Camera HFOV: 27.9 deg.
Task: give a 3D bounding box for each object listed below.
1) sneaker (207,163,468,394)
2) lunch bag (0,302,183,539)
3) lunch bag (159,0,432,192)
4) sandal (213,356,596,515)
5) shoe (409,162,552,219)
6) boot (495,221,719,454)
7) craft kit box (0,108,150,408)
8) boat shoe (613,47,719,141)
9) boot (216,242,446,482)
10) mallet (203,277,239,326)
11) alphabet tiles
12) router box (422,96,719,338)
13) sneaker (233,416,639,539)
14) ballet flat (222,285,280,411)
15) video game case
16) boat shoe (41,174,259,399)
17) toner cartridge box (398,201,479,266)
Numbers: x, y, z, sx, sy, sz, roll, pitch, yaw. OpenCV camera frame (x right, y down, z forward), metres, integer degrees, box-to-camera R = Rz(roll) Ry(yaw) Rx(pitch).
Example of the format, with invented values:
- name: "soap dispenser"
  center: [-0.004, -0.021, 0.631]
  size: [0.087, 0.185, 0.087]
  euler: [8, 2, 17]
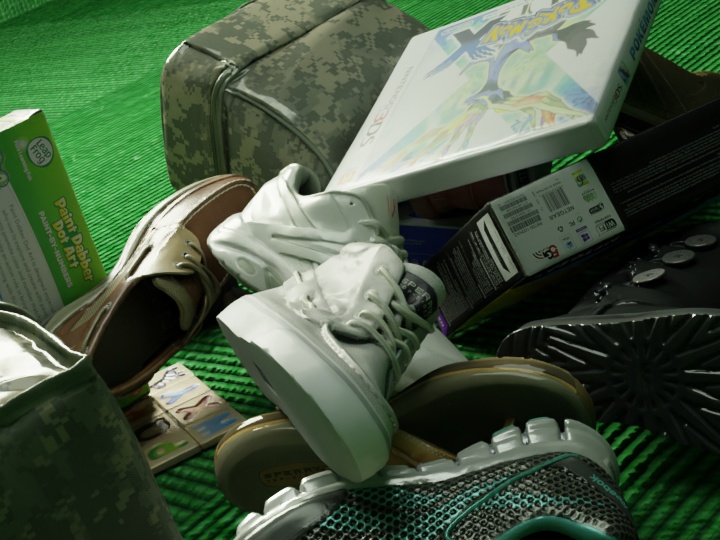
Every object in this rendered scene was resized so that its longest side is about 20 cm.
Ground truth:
- name: "sneaker"
  center: [0.000, 0.000, 0.842]
  size: [0.200, 0.078, 0.100]
  euler: [37, 93, 28]
- name: "lunch bag"
  center: [-0.168, 0.108, 0.688]
  size: [0.117, 0.165, 0.200]
  euler: [-33, 25, -23]
- name: "lunch bag"
  center: [-0.026, -0.110, 1.050]
  size: [0.167, 0.140, 0.200]
  euler: [25, 42, 31]
- name: "sandal"
  center: [0.019, 0.097, 0.704]
  size: [0.199, 0.081, 0.054]
  euler: [-12, 36, 17]
- name: "shoe"
  center: [0.089, -0.095, 1.011]
  size: [0.090, 0.072, 0.200]
  euler: [-7, 24, 17]
- name: "boot"
  center: [0.185, 0.027, 0.749]
  size: [0.164, 0.066, 0.200]
  euler: [8, 17, 32]
- name: "craft kit box"
  center: [-0.244, 0.031, 0.875]
  size: [0.197, 0.201, 0.048]
  euler: [-30, 23, -33]
- name: "boat shoe"
  center: [0.204, -0.104, 0.988]
  size: [0.200, 0.072, 0.066]
  euler: [7, -40, -36]
- name: "boot"
  center: [-0.002, 0.028, 0.668]
  size: [0.095, 0.074, 0.200]
  euler: [-33, 19, -9]
- name: "mallet"
  center: [-0.179, 0.027, 1.097]
  size: [0.199, 0.041, 0.066]
  euler: [-5, 20, 40]
- name: "alphabet tiles"
  center: [-0.180, 0.104, 0.933]
  size: [0.166, 0.008, 0.200]
  euler: [-25, 22, -19]
- name: "router box"
  center: [0.145, -0.035, 0.880]
  size: [0.199, 0.051, 0.149]
  euler: [-25, -8, -19]
- name: "sneaker"
  center: [0.028, 0.126, 0.619]
  size: [0.199, 0.078, 0.091]
  euler: [-21, 24, -4]
- name: "ballet flat"
  center: [-0.050, 0.055, 0.897]
  size: [0.047, 0.067, 0.200]
  euler: [-62, 25, 5]
- name: "video game case"
  center: [0.086, -0.117, 0.908]
  size: [0.199, 0.022, 0.183]
  euler: [-13, 35, 37]
- name: "boat shoe"
  center: [-0.120, 0.016, 0.907]
  size: [0.072, 0.076, 0.200]
  euler: [2, 46, 50]
- name: "toner cartridge box"
  center: [0.042, -0.038, 1.068]
  size: [0.199, 0.043, 0.095]
  euler: [6, 31, 46]
